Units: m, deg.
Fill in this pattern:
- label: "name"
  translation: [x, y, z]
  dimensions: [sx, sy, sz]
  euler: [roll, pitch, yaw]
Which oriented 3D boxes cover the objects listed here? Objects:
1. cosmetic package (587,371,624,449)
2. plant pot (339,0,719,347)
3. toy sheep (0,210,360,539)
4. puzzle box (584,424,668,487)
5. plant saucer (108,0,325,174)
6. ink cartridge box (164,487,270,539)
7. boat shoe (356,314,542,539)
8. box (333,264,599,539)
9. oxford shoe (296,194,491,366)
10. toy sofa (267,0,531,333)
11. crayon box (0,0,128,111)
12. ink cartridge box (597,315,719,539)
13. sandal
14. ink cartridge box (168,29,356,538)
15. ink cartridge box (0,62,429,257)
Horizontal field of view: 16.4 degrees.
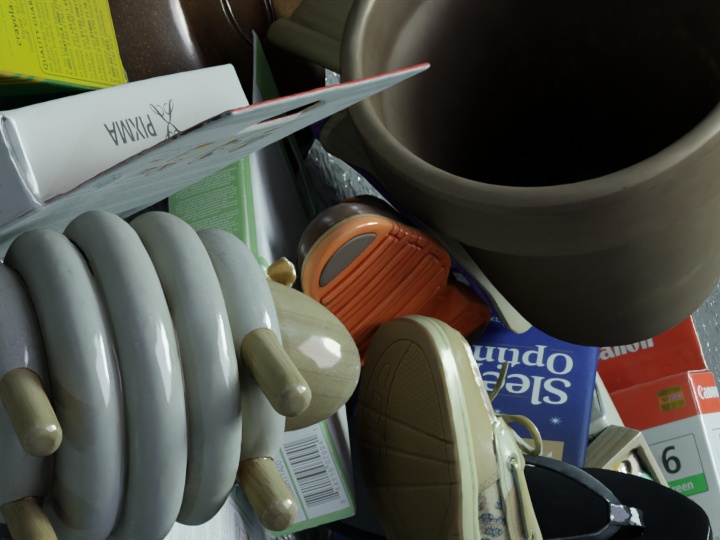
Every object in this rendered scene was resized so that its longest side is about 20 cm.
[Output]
- label: "cosmetic package"
  translation: [0.124, 0.159, 1.365]
  dimensions: [0.073, 0.103, 0.201]
  euler: [-97, 162, -63]
- label: "plant pot"
  translation: [0.103, -0.059, 1.160]
  dimensions: [0.175, 0.199, 0.201]
  euler: [69, 18, -52]
- label: "toy sheep"
  translation: [-0.095, 0.043, 0.912]
  dimensions: [0.199, 0.138, 0.139]
  euler: [-4, 73, -22]
- label: "puzzle box"
  translation: [0.098, 0.192, 1.264]
  dimensions: [0.200, 0.025, 0.133]
  euler: [-42, 118, -25]
- label: "plant saucer"
  translation: [-0.069, -0.130, 1.239]
  dimensions: [0.200, 0.034, 0.201]
  euler: [43, 39, -48]
- label: "ink cartridge box"
  translation: [-0.080, 0.122, 1.057]
  dimensions: [0.200, 0.050, 0.162]
  euler: [69, 16, -59]
- label: "boat shoe"
  translation: [0.049, 0.109, 1.126]
  dimensions: [0.062, 0.073, 0.201]
  euler: [-23, 114, -32]
- label: "box"
  translation: [0.059, 0.067, 1.280]
  dimensions: [0.201, 0.120, 0.033]
  euler: [-77, 169, -48]
- label: "oxford shoe"
  translation: [0.000, 0.000, 1.141]
  dimensions: [0.073, 0.071, 0.200]
  euler: [49, 1, 19]
- label: "toy sofa"
  translation: [0.039, -0.064, 1.264]
  dimensions: [0.200, 0.098, 0.083]
  euler: [42, -7, -37]
- label: "crayon box"
  translation: [-0.174, -0.131, 0.986]
  dimensions: [0.200, 0.051, 0.128]
  euler: [5, 70, -65]
- label: "ink cartridge box"
  translation: [0.163, 0.106, 1.491]
  dimensions: [0.050, 0.108, 0.201]
  euler: [0, 74, -65]
- label: "sandal"
  translation: [0.068, 0.117, 1.182]
  dimensions: [0.043, 0.199, 0.076]
  euler: [88, 15, -61]
- label: "ink cartridge box"
  translation: [-0.045, 0.002, 1.149]
  dimensions: [0.200, 0.048, 0.146]
  euler: [-98, 170, -55]
- label: "ink cartridge box"
  translation: [-0.086, -0.053, 0.971]
  dimensions: [0.044, 0.173, 0.200]
  euler: [64, 24, 1]
